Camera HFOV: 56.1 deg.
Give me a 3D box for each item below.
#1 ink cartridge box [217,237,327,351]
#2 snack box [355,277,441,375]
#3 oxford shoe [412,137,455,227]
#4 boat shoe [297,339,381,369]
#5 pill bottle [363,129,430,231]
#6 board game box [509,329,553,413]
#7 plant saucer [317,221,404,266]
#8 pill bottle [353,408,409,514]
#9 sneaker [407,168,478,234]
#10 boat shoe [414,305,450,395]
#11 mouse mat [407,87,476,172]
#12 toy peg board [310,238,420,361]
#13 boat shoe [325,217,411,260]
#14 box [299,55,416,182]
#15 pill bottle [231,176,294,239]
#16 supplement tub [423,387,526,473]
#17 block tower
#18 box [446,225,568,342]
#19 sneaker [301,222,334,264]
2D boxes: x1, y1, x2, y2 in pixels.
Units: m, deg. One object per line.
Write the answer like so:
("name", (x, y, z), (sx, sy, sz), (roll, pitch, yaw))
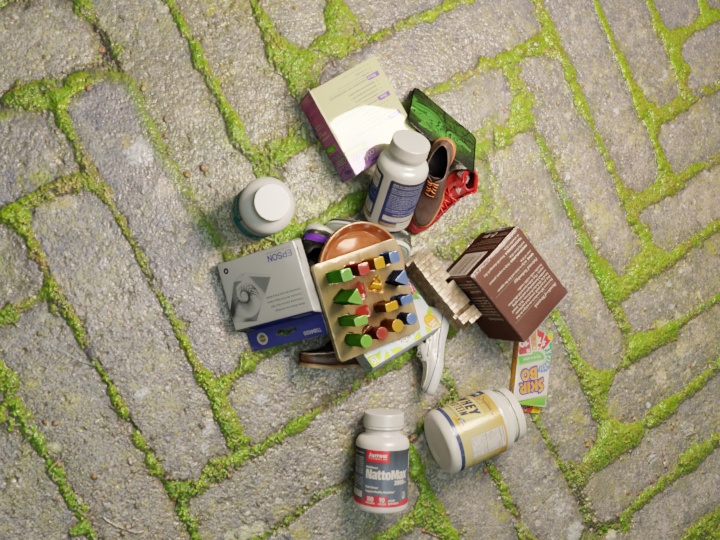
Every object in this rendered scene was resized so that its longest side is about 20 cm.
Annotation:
("ink cartridge box", (-0.181, 0.057, 1.376), (0.197, 0.041, 0.203), (-16, 94, 25))
("snack box", (0.058, 0.115, 1.465), (0.198, 0.053, 0.143), (-28, 74, -28))
("oxford shoe", (0.151, -0.186, 1.462), (0.070, 0.073, 0.203), (16, 110, 9))
("boat shoe", (-0.041, 0.177, 1.467), (0.197, 0.070, 0.072), (3, 95, -27))
("pill bottle", (0.080, -0.191, 1.433), (0.109, 0.202, 0.112), (10, 43, -9))
("board game box", (0.413, 0.243, 1.640), (0.094, 0.030, 0.204), (8, 88, -18))
("plant saucer", (0.000, 0.000, 1.415), (0.197, 0.032, 0.204), (0, 91, -26))
("pill bottle", (0.047, 0.408, 1.463), (0.118, 0.119, 0.204), (2, 87, -18))
("sneaker", (0.187, -0.166, 1.528), (0.078, 0.115, 0.201), (43, 76, -12))
("boat shoe", (0.154, 0.180, 1.537), (0.066, 0.074, 0.203), (15, 71, -7))
("mouse mat", (0.189, -0.321, 1.534), (0.199, 0.008, 0.162), (34, 40, -18))
("toy peg board", (0.029, 0.057, 1.353), (0.197, 0.098, 0.203), (-19, 96, -24))
("boat shoe", (0.018, -0.078, 1.499), (0.197, 0.076, 0.061), (20, 44, -7))
("box", (-0.004, -0.330, 1.479), (0.175, 0.097, 0.202), (-33, 98, -17))
("pill bottle", (-0.195, -0.125, 1.354), (0.109, 0.200, 0.113), (1, 88, -18))
("supplement tub", (0.258, 0.355, 1.521), (0.197, 0.144, 0.147), (-17, 94, -18))
("block tower", (0.184, 0.043, 1.521), (0.054, 0.058, 0.201), (-36, 81, -24))
("box", (0.324, 0.032, 1.541), (0.164, 0.166, 0.201), (-44, 102, -15))
("sneaker", (-0.039, -0.020, 1.451), (0.197, 0.070, 0.101), (20, 48, -9))
